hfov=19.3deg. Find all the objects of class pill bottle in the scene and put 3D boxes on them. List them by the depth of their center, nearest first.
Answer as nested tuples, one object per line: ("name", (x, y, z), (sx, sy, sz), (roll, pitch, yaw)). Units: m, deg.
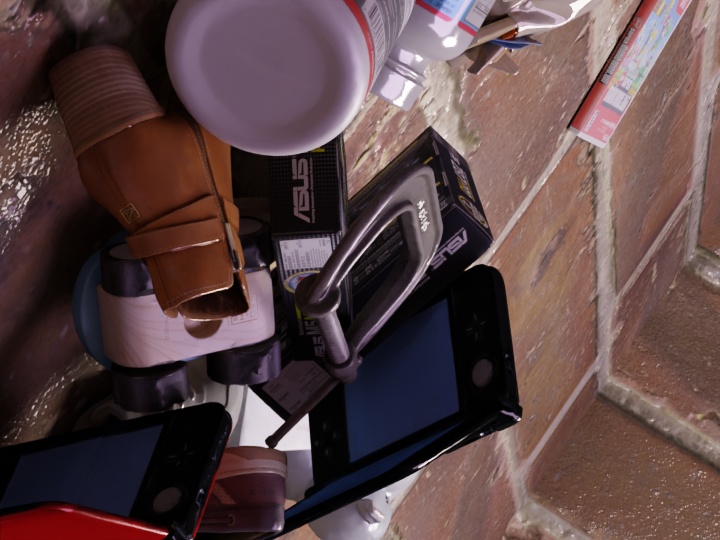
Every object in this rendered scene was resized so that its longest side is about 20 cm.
("pill bottle", (-0.030, -0.158, 1.219), (0.200, 0.116, 0.116), (-65, 177, -57))
("pill bottle", (0.047, -0.213, 1.420), (0.200, 0.109, 0.109), (-59, 164, 6))

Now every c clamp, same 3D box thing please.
("c clamp", (-0.002, 0.020, 1.312), (0.171, 0.027, 0.200), (-46, 162, -16))

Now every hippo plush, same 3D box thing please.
("hippo plush", (-0.037, 0.155, 1.766), (0.200, 0.161, 0.159), (-51, 163, -24))

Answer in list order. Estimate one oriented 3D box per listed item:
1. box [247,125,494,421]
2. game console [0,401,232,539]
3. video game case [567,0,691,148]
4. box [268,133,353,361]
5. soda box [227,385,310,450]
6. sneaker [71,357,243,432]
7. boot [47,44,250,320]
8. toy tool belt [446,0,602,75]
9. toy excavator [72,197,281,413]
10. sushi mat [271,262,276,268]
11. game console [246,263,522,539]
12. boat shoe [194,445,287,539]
("box", (0.000, 0.000, 1.531), (0.200, 0.049, 0.161), (-42, -158, 12))
("game console", (-0.201, 0.126, 1.248), (0.119, 0.200, 0.172), (57, 34, -33))
("video game case", (0.298, -0.229, 2.319), (0.200, 0.017, 0.143), (-60, 164, 7))
("box", (-0.032, -0.050, 1.376), (0.200, 0.044, 0.160), (85, 2, -66))
("soda box", (-0.035, 0.100, 1.655), (0.200, 0.064, 0.068), (2, 100, -43))
("sneaker", (-0.151, 0.111, 1.505), (0.200, 0.078, 0.099), (-51, 160, -26))
("boot", (-0.093, -0.047, 1.215), (0.074, 0.155, 0.200), (-31, 169, 27))
("toy tool belt", (0.087, -0.204, 1.556), (0.123, 0.125, 0.200), (-42, -164, -9))
("toy excavator", (-0.108, 0.000, 1.382), (0.194, 0.200, 0.100), (-13, 111, -25))
("sushi mat", (-0.083, 0.003, 1.554), (0.096, 0.012, 0.200), (-43, 178, 38))
("game console", (0.000, 0.095, 1.441), (0.116, 0.176, 0.200), (18, 146, -39))
("boat shoe", (-0.122, 0.174, 1.411), (0.200, 0.065, 0.072), (-28, 146, 37))
